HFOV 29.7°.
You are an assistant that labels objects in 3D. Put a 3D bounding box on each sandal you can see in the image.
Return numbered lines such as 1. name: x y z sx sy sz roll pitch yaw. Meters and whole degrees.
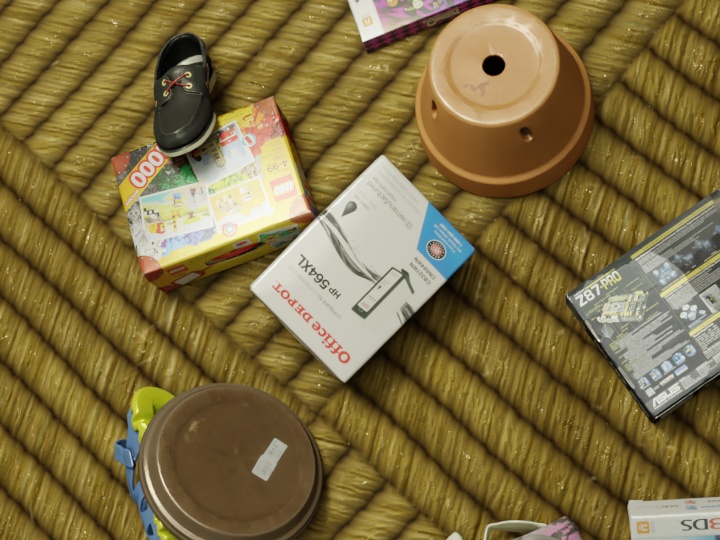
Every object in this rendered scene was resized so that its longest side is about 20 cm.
1. sandal: -0.212 0.229 1.443 0.087 0.079 0.201 -44 50 36

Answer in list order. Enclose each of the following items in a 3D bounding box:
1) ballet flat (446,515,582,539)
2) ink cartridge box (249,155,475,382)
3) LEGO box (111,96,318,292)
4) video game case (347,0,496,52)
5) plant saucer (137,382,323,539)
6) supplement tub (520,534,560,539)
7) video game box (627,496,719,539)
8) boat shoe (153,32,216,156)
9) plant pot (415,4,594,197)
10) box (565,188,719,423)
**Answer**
1. ballet flat: 0.128 0.295 1.377 0.199 0.069 0.071 -16 55 3
2. ink cartridge box: 0.000 0.000 1.445 0.146 0.084 0.200 45 86 -3
3. LEGO box: -0.160 -0.084 1.524 0.199 0.077 0.150 -21 72 5
4. video game case: 0.068 -0.372 1.578 0.199 0.036 0.182 -20 74 5
5. plant saucer: -0.131 0.201 1.413 0.199 0.030 0.201 10 53 -14
6. supplement tub: 0.157 0.368 1.286 0.145 0.145 0.200 40 104 18
7. video game box: 0.354 0.314 1.292 0.181 0.047 0.201 -5 99 12
8. boat shoe: -0.201 -0.197 1.515 0.073 0.063 0.202 -15 36 10
9. plant pot: 0.151 -0.195 1.459 0.199 0.140 0.201 -3 74 10
10. box: 0.338 0.037 1.407 0.200 0.049 0.162 -35 73 1
